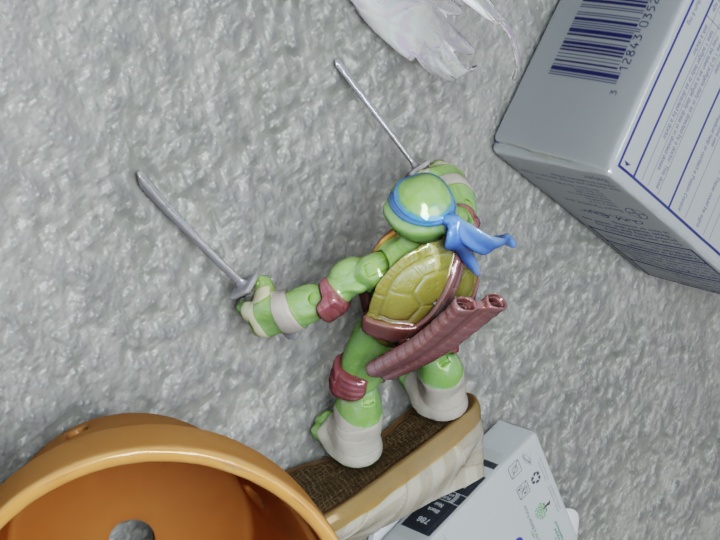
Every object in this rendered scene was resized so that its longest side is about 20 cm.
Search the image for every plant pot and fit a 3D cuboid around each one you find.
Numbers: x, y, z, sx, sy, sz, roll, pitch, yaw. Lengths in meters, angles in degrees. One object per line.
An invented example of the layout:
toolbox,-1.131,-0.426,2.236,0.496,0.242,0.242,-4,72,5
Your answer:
plant pot,-0.107,0.158,0.831,0.198,0.140,0.202,-3,105,-11

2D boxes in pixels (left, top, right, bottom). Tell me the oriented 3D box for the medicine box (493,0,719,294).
medicine box,0.210,-0.107,1.110,0.200,0.103,0.183,34,78,-43

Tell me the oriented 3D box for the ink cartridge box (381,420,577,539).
ink cartridge box,0.053,0.196,1.074,0.200,0.039,0.100,-42,125,-29

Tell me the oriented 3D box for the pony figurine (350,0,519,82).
pony figurine,0.021,-0.198,0.898,0.192,0.166,0.201,35,81,-10

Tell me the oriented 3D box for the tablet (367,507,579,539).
tablet,0.069,0.219,1.130,0.199,0.014,0.131,9,95,-44

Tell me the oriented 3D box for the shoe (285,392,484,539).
shoe,0.003,0.135,1.006,0.199,0.070,0.054,-26,115,-35

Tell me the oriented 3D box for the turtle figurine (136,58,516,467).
turtle figurine,0.000,0.000,0.965,0.144,0.198,0.195,-59,156,-44
